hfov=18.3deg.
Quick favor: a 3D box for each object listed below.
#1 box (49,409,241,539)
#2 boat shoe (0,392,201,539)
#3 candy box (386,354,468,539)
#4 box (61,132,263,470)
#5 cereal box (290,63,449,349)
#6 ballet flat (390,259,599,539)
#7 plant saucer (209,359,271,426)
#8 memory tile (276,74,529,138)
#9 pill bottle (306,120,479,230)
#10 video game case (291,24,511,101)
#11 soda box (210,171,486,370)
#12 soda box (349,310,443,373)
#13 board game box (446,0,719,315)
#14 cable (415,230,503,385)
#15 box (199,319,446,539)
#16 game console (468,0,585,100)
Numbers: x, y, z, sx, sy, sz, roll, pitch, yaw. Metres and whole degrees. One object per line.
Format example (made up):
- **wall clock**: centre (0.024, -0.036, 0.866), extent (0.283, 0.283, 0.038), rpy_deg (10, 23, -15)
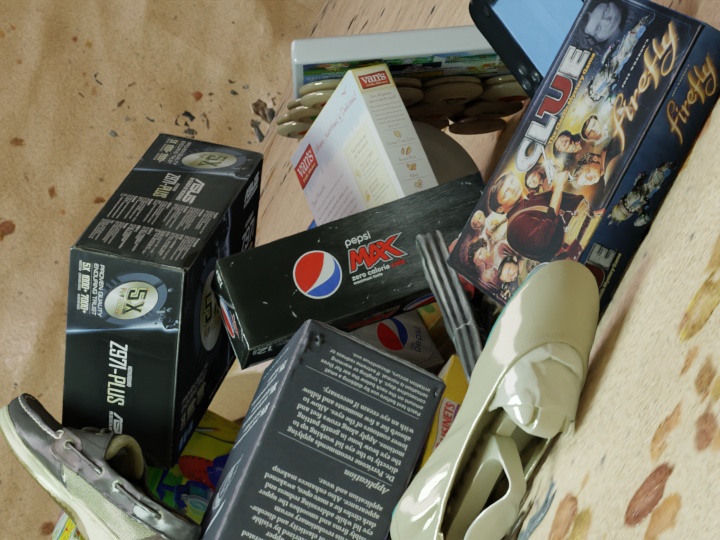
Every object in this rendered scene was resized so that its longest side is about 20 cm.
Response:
- **box**: centre (-0.124, 0.216, 1.649), extent (0.122, 0.199, 0.193), rpy_deg (-56, 11, 34)
- **boat shoe**: centre (-0.172, 0.140, 1.507), extent (0.066, 0.072, 0.201), rpy_deg (-49, 51, 2)
- **candy box**: centre (0.030, 0.157, 1.476), extent (0.201, 0.026, 0.103), rpy_deg (-71, 8, -46)
- **box**: centre (-0.141, 0.019, 1.617), extent (0.200, 0.085, 0.165), rpy_deg (-62, -18, -60)
- **cereal box**: centre (0.018, -0.035, 1.694), extent (0.201, 0.039, 0.144), rpy_deg (68, 152, 17)
- **ballet flat**: centre (0.085, 0.092, 1.250), extent (0.201, 0.069, 0.070), rpy_deg (-63, 8, 16)
- **plant saucer**: centre (-0.127, 0.109, 1.848), extent (0.198, 0.036, 0.200), rpy_deg (-16, 19, 6)
- **memory tile**: centre (0.037, -0.130, 1.801), extent (0.153, 0.198, 0.017), rpy_deg (145, 120, -73)
- **pill bottle**: centre (0.013, -0.022, 1.848), extent (0.200, 0.112, 0.113), rpy_deg (-54, 12, 46)
- **video game case**: centre (0.045, -0.160, 1.747), extent (0.182, 0.198, 0.022), rpy_deg (100, 166, -83)
- **soda box**: centre (0.000, 0.000, 1.543), extent (0.063, 0.198, 0.071), rpy_deg (117, 133, -72)
- **soda box**: centre (-0.012, 0.093, 1.696), extent (0.063, 0.069, 0.200), rpy_deg (-19, -20, -30)
- **board game box**: centre (0.136, -0.066, 1.337), extent (0.201, 0.034, 0.135), rpy_deg (-63, 27, 5)
- **cable**: centre (0.077, 0.029, 1.401), extent (0.050, 0.098, 0.200), rpy_deg (-27, 19, 3)
- **box**: centre (-0.040, 0.154, 1.468), extent (0.148, 0.104, 0.201), rpy_deg (132, 161, -70)
- **game console**: centre (0.118, -0.117, 1.496), extent (0.118, 0.173, 0.200), rpy_deg (-37, -1, -20)
